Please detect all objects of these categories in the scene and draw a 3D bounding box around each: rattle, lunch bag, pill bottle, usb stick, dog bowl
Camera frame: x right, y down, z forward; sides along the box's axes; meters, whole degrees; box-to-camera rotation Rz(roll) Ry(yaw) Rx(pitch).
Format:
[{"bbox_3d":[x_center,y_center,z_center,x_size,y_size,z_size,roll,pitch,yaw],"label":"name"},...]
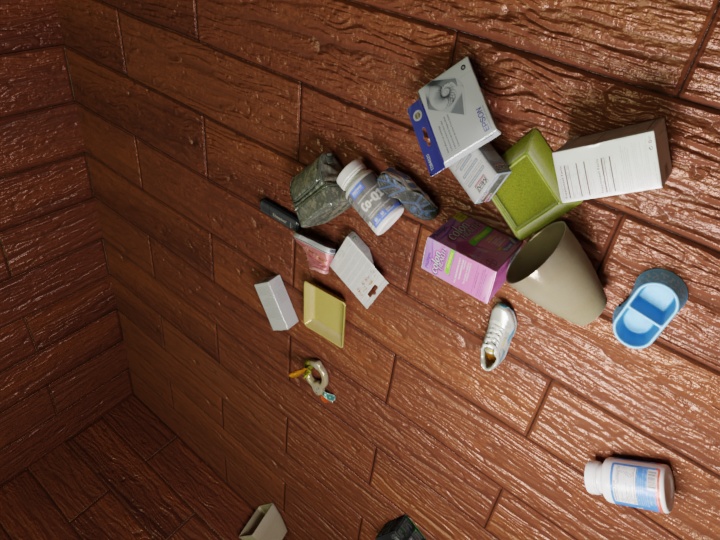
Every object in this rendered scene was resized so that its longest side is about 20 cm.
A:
[{"bbox_3d":[-0.189,0.470,2.099,0.125,0.143,0.208,-6,105,23],"label":"rattle"},{"bbox_3d":[-0.128,-0.250,1.636,0.198,0.136,0.174,-28,79,46],"label":"lunch bag"},{"bbox_3d":[0.693,0.549,1.360,0.196,0.111,0.116,-8,109,45],"label":"pill bottle"},{"bbox_3d":[-0.285,-0.198,1.873,0.196,0.032,0.057,31,130,25],"label":"usb stick"},{"bbox_3d":[0.646,0.094,1.186,0.110,0.049,0.205,35,133,22],"label":"dog bowl"},{"bbox_3d":[0.026,-0.215,1.523,0.201,0.113,0.114,49,136,7],"label":"pill bottle"}]

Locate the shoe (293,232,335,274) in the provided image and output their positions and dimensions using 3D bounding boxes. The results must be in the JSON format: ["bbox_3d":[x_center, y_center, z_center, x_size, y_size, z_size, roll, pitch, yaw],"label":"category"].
[{"bbox_3d":[-0.168,-0.060,1.785,0.197,0.070,0.094,26,102,38],"label":"shoe"}]

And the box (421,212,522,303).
[{"bbox_3d":[0.286,-0.039,1.344,0.196,0.174,0.100,29,131,26],"label":"box"}]

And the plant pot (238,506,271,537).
[{"bbox_3d":[-0.528,1.458,2.939,0.178,0.201,0.199,47,137,-6],"label":"plant pot"}]

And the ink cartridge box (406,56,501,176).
[{"bbox_3d":[0.208,-0.360,1.239,0.196,0.040,0.206,-28,71,30],"label":"ink cartridge box"}]

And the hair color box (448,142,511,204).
[{"bbox_3d":[0.266,-0.274,1.271,0.204,0.059,0.100,60,141,23],"label":"hair color box"}]

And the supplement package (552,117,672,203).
[{"bbox_3d":[0.514,-0.223,1.077,0.195,0.113,0.113,-4,111,44],"label":"supplement package"}]

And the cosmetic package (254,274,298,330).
[{"bbox_3d":[-0.331,0.128,2.073,0.099,0.071,0.207,-7,108,43],"label":"cosmetic package"}]

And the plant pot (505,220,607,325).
[{"bbox_3d":[0.474,0.027,1.228,0.199,0.189,0.187,42,136,-6],"label":"plant pot"}]

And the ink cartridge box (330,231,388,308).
[{"bbox_3d":[0.000,0.000,1.722,0.200,0.050,0.162,46,136,7],"label":"ink cartridge box"}]

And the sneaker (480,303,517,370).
[{"bbox_3d":[0.380,0.188,1.458,0.075,0.080,0.207,21,125,32],"label":"sneaker"}]

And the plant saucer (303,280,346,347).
[{"bbox_3d":[-0.121,0.151,1.913,0.196,0.048,0.206,27,129,29],"label":"plant saucer"}]

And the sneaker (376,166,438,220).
[{"bbox_3d":[0.139,-0.219,1.453,0.198,0.078,0.076,38,132,-6],"label":"sneaker"}]

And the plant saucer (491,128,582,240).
[{"bbox_3d":[0.392,-0.191,1.254,0.203,0.047,0.199,55,137,2],"label":"plant saucer"}]

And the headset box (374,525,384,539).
[{"bbox_3d":[0.174,1.136,2.178,0.175,0.092,0.201,48,136,9],"label":"headset box"}]
